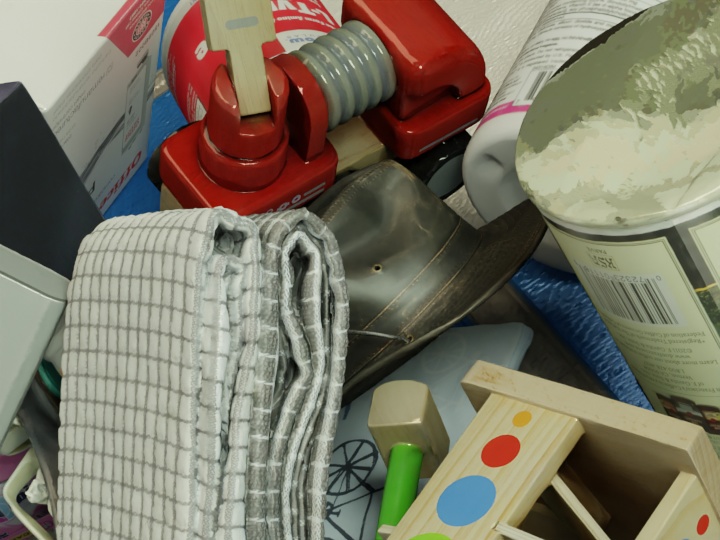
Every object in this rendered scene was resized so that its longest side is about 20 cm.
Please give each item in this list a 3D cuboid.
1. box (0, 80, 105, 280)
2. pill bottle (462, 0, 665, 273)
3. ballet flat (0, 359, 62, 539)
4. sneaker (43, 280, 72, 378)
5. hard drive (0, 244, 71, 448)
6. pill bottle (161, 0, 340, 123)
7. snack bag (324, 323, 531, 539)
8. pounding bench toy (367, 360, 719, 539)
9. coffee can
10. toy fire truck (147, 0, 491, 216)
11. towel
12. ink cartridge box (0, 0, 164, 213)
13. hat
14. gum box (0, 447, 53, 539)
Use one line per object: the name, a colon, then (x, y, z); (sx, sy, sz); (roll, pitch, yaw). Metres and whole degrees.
box: (-0.286, -0.001, 1.363); (0.199, 0.124, 0.198); (-3, 35, 42)
pill bottle: (0.143, -0.105, 1.290); (0.113, 0.114, 0.200); (0, 47, 39)
ballet flat: (-0.165, 0.088, 1.254); (0.073, 0.073, 0.200); (-32, 55, 2)
sneaker: (-0.091, 0.033, 1.277); (0.200, 0.080, 0.074); (-22, -22, -48)
hard drive: (-0.242, 0.060, 1.217); (0.200, 0.131, 0.026); (-62, 4, 28)
pill bottle: (-0.045, -0.098, 1.434); (0.112, 0.112, 0.200); (-34, 35, 0)
snack bag: (-0.013, 0.104, 1.234); (0.199, 0.021, 0.189); (-8, 43, 33)
pounding bench toy: (0.049, 0.141, 1.045); (0.199, 0.124, 0.156); (16, 57, 41)
coffee can: (0.175, -0.004, 1.066); (0.146, 0.200, 0.147); (-21, 36, 17)
toy fire truck: (-0.025, -0.111, 1.225); (0.176, 0.200, 0.129); (-30, 65, -23)
towel: (-0.072, 0.073, 1.110); (0.165, 0.085, 0.201); (-1, 87, 62)
ink cartridge box: (-0.193, -0.101, 1.476); (0.083, 0.200, 0.147); (27, 56, 10)
hat: (0.000, 0.000, 1.187); (0.200, 0.081, 0.201); (-39, 6, 4)
gum box: (-0.185, 0.067, 1.389); (0.113, 0.066, 0.200); (-25, 36, 11)
